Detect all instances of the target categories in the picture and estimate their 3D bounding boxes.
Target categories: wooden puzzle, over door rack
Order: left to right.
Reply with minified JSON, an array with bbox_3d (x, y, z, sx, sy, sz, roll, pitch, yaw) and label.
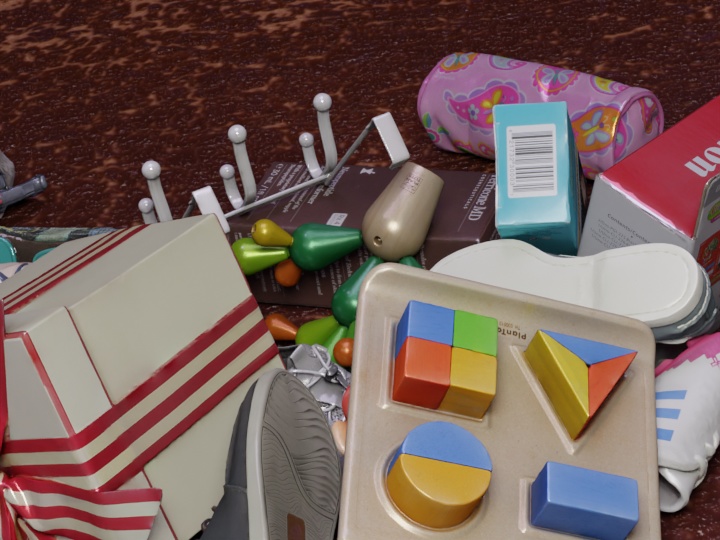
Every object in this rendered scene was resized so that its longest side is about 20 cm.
[{"bbox_3d":[-0.068,-0.071,1.274,0.147,0.067,0.200,-24,6,-17],"label":"over door rack"},{"bbox_3d":[0.085,0.093,1.031,0.184,0.046,0.201,13,56,-10],"label":"wooden puzzle"}]

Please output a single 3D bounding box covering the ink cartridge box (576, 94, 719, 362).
[{"bbox_3d":[0.241,-0.053,1.241,0.084,0.176,0.200,37,50,27],"label":"ink cartridge box"}]

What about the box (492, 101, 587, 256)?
[{"bbox_3d":[0.125,-0.047,1.260,0.049,0.083,0.200,-2,-12,10],"label":"box"}]

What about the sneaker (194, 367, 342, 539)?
[{"bbox_3d":[-0.073,0.152,1.019,0.106,0.075,0.201,-25,47,31],"label":"sneaker"}]

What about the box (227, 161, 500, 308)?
[{"bbox_3d":[0.012,-0.024,1.372,0.199,0.075,0.100,5,33,19],"label":"box"}]

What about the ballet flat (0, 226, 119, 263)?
[{"bbox_3d":[-0.249,-0.002,1.429,0.199,0.075,0.074,3,33,17],"label":"ballet flat"}]

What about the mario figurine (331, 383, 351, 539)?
[{"bbox_3d":[0.029,0.146,1.074,0.123,0.106,0.201,20,51,-15],"label":"mario figurine"}]

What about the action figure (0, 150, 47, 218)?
[{"bbox_3d":[-0.377,-0.076,1.541,0.200,0.105,0.193,-28,26,-33],"label":"action figure"}]

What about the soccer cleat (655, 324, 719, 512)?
[{"bbox_3d":[0.191,0.103,1.131,0.199,0.070,0.086,-25,56,-28],"label":"soccer cleat"}]

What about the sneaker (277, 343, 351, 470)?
[{"bbox_3d":[-0.027,0.088,1.180,0.199,0.082,0.075,10,36,24],"label":"sneaker"}]

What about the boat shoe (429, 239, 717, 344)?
[{"bbox_3d":[0.130,0.022,1.173,0.199,0.062,0.073,-3,66,33],"label":"boat shoe"}]

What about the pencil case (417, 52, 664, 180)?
[{"bbox_3d":[0.143,-0.122,1.492,0.199,0.088,0.087,14,38,36],"label":"pencil case"}]

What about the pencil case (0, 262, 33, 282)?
[{"bbox_3d":[-0.300,0.035,1.352,0.199,0.078,0.089,-2,11,11],"label":"pencil case"}]

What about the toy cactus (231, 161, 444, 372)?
[{"bbox_3d":[0.000,0.000,1.272,0.199,0.102,0.166,25,83,31],"label":"toy cactus"}]

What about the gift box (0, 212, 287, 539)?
[{"bbox_3d":[-0.158,0.074,1.100,0.200,0.185,0.187,-15,17,48],"label":"gift box"}]
